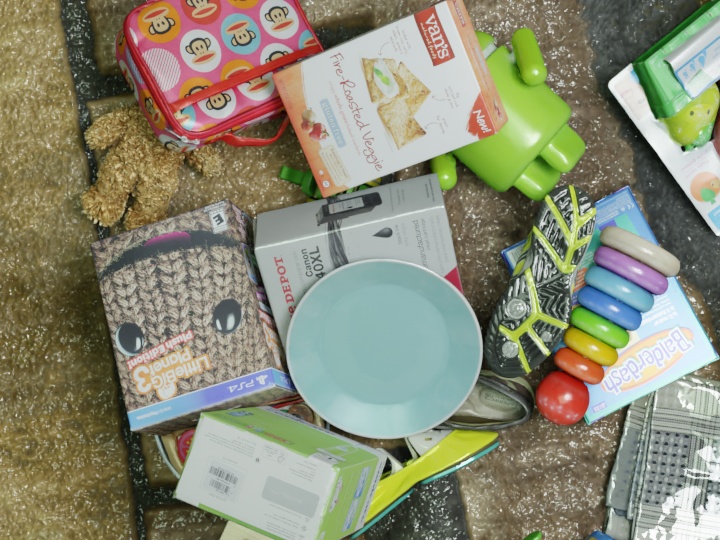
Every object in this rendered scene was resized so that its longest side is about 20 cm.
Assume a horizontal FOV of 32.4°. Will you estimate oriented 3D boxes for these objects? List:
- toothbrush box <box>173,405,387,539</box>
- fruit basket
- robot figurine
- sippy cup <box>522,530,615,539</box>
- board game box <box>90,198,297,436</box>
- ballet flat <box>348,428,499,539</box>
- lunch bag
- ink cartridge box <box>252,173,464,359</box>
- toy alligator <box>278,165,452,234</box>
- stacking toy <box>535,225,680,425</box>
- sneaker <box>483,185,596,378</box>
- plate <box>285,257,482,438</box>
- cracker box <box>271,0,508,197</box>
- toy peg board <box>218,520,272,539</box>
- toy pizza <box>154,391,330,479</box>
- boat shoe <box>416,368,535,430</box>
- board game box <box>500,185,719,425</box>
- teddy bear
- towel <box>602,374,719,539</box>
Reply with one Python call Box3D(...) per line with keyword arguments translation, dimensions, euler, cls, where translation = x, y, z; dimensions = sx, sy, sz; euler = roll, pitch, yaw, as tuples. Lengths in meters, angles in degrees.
Box3D(translation=(-0.071, 0.198, 1.208), dimensions=(0.144, 0.200, 0.087), euler=(19, 92, 14), cls="toothbrush box")
Box3D(translation=(0.382, -0.169, 1.270), dimensions=(0.185, 0.094, 0.201), euler=(-37, 90, 3), cls="fruit basket")
Box3D(translation=(0.135, -0.163, 1.277), dimensions=(0.200, 0.116, 0.176), euler=(43, 124, 3), cls="robot figurine")
Box3D(translation=(0.239, 0.344, 1.265), dimensions=(0.131, 0.139, 0.178), euler=(-50, 125, -8), cls="sippy cup")
Box3D(translation=(-0.173, 0.051, 1.290), dimensions=(0.158, 0.097, 0.202), euler=(-18, 77, 7), cls="board game box")
Box3D(translation=(0.049, 0.207, 1.308), dimensions=(0.199, 0.067, 0.067), euler=(-33, 84, 6), cls="ballet flat")
Box3D(translation=(-0.138, -0.209, 1.285), dimensions=(0.199, 0.082, 0.178), euler=(-28, 89, -25), cls="lunch bag")
Box3D(translation=(0.000, 0.000, 1.276), dimensions=(0.198, 0.084, 0.147), euler=(-13, 118, 4), cls="ink cartridge box")
Box3D(translation=(0.004, -0.074, 1.318), dimensions=(0.198, 0.054, 0.060), euler=(21, 92, 5), cls="toy alligator")
Box3D(translation=(0.236, 0.062, 1.230), dimensions=(0.085, 0.085, 0.202), euler=(27, 91, 4), cls="stacking toy")
Box3D(translation=(0.185, 0.015, 1.243), dimensions=(0.075, 0.076, 0.202), euler=(26, 93, 10), cls="sneaker")
Box3D(translation=(0.024, 0.077, 1.248), dimensions=(0.197, 0.026, 0.202), euler=(1, 114, 3), cls="plate")
Box3D(translation=(0.029, -0.169, 1.216), dimensions=(0.198, 0.058, 0.135), euler=(-19, 102, 24), cls="cracker box")
Box3D(translation=(-0.095, 0.397, 1.302), dimensions=(0.198, 0.098, 0.201), euler=(25, 92, 4), cls="toy peg board")
Box3D(translation=(-0.131, 0.154, 1.339), dimensions=(0.197, 0.032, 0.203), euler=(0, 90, 5), cls="toy pizza")
Box3D(translation=(0.086, 0.129, 1.304), dimensions=(0.197, 0.065, 0.074), euler=(2, 91, 6), cls="boat shoe")
Box3D(translation=(0.257, 0.037, 1.290), dimensions=(0.151, 0.045, 0.202), euler=(-26, 79, 4), cls="board game box")
Box3D(translation=(-0.225, -0.129, 1.332), dimensions=(0.145, 0.067, 0.200), euler=(41, 93, 2), cls="teddy bear")
Box3D(translation=(0.363, 0.211, 1.296), dimensions=(0.197, 0.035, 0.195), euler=(11, 91, 5), cls="towel")
